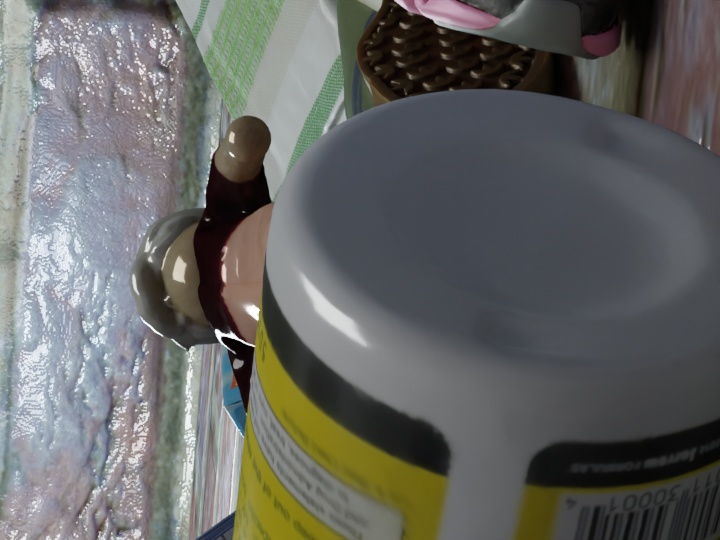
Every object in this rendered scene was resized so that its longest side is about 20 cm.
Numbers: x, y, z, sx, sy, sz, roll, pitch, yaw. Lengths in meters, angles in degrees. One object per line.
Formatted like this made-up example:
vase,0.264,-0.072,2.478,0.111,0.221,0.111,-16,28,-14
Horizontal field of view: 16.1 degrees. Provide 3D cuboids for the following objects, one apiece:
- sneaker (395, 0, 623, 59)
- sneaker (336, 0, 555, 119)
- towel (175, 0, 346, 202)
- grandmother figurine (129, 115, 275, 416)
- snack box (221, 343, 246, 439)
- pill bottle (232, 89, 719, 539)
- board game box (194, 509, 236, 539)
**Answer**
sneaker,0.047,-0.138,0.760,0.200,0.079,0.095,-97,24,-54
sneaker,0.031,-0.057,0.896,0.200,0.067,0.090,-110,8,-63
towel,-0.045,-0.133,1.084,0.200,0.031,0.149,64,157,16
grandmother figurine,-0.030,0.006,0.901,0.200,0.061,0.121,-171,82,-66
snack box,-0.026,0.043,1.194,0.200,0.037,0.116,-96,-20,-57
pill bottle,0.026,0.070,0.582,0.114,0.114,0.200,-95,11,-54
board game box,-0.064,0.147,1.009,0.062,0.200,0.200,55,166,7
